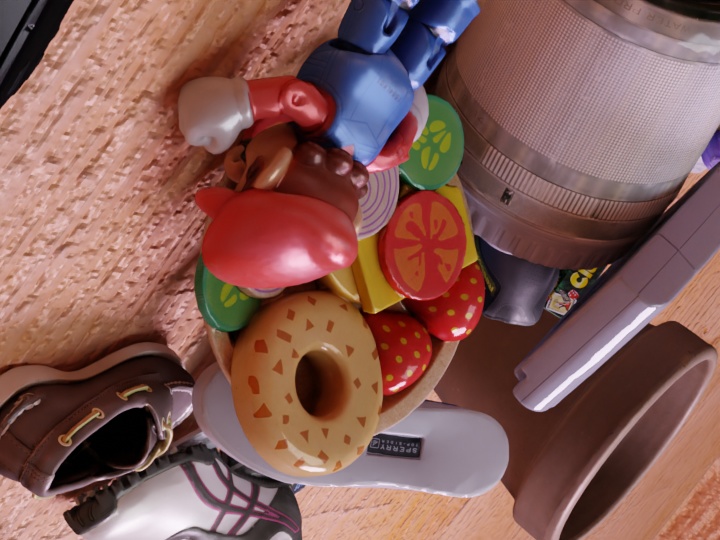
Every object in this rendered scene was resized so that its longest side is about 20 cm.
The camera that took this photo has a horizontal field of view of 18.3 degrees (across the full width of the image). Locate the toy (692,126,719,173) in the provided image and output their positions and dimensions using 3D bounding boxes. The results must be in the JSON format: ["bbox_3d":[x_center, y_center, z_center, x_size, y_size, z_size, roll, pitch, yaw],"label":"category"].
[{"bbox_3d":[0.292,-0.104,1.579,0.200,0.047,0.115,-33,154,34],"label":"toy"}]

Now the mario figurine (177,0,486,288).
[{"bbox_3d":[-0.025,-0.084,1.133,0.200,0.123,0.106,-59,-170,-7],"label":"mario figurine"}]

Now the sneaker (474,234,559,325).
[{"bbox_3d":[0.097,-0.026,1.450,0.200,0.074,0.085,-66,166,-71],"label":"sneaker"}]

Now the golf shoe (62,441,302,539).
[{"bbox_3d":[-0.096,0.154,1.366,0.077,0.088,0.200,-31,163,29],"label":"golf shoe"}]

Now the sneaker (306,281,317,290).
[{"bbox_3d":[0.000,0.000,1.325,0.200,0.066,0.079,-18,110,-53],"label":"sneaker"}]

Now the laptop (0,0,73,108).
[{"bbox_3d":[-0.147,-0.142,0.828,0.177,0.103,0.200,-56,-173,20],"label":"laptop"}]

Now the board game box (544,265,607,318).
[{"bbox_3d":[0.150,-0.055,1.518,0.105,0.023,0.200,-59,-166,22],"label":"board game box"}]

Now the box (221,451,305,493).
[{"bbox_3d":[-0.010,0.060,1.496,0.159,0.046,0.200,-33,156,-42],"label":"box"}]

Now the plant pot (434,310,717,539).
[{"bbox_3d":[0.147,0.086,1.715,0.200,0.175,0.200,-43,161,-19],"label":"plant pot"}]

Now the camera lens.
[{"bbox_3d":[0.137,-0.121,1.305,0.160,0.160,0.200,-29,153,-48],"label":"camera lens"}]

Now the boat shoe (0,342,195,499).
[{"bbox_3d":[-0.139,0.084,1.214,0.072,0.060,0.200,-56,161,15],"label":"boat shoe"}]

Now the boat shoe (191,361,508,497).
[{"bbox_3d":[-0.013,0.089,1.309,0.200,0.070,0.071,11,90,-26],"label":"boat shoe"}]

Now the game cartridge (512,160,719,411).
[{"bbox_3d":[0.174,0.000,1.344,0.133,0.042,0.200,-41,180,39],"label":"game cartridge"}]

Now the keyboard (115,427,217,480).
[{"bbox_3d":[-0.057,0.082,1.361,0.200,0.011,0.056,-30,170,16],"label":"keyboard"}]

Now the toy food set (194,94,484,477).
[{"bbox_3d":[-0.008,-0.002,1.222,0.200,0.049,0.198,-27,110,-35],"label":"toy food set"}]
